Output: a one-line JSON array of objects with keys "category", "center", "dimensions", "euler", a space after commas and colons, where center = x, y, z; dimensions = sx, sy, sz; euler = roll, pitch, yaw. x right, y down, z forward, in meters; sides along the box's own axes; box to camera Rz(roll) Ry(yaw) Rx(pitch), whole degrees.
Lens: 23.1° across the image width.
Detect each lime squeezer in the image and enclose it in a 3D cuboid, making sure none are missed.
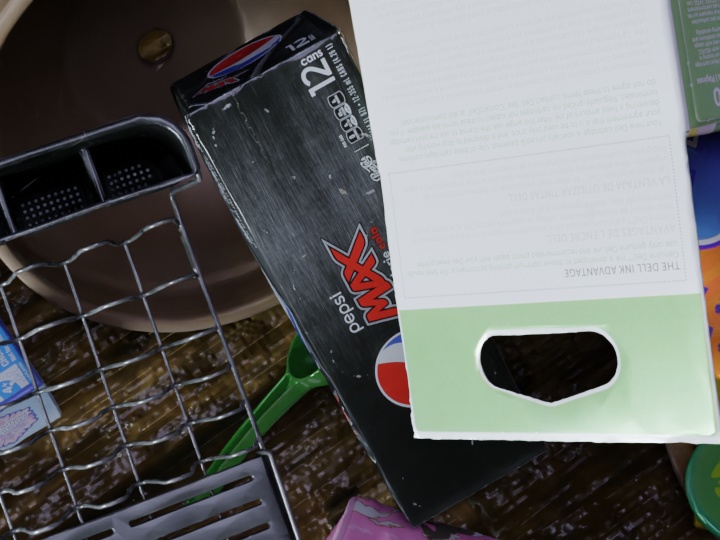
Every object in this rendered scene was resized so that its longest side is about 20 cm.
[{"category": "lime squeezer", "center": [-0.033, 0.009, 0.766], "dimensions": [0.070, 0.038, 0.201], "euler": [5, 108, -9]}]

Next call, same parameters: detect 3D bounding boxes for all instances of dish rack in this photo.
[{"category": "dish rack", "center": [-0.112, 0.055, 0.698], "dimensions": [0.152, 0.055, 0.201], "euler": [-20, 90, -10]}]

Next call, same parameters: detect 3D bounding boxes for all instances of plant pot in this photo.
[{"category": "plant pot", "center": [-0.081, -0.081, 0.770], "dimensions": [0.200, 0.202, 0.093], "euler": [-22, 36, -10]}]

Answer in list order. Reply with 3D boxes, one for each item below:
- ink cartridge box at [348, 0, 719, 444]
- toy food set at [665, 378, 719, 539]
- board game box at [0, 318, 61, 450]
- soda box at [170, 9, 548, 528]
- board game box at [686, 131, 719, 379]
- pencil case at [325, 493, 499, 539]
[{"category": "ink cartridge box", "center": [0.067, -0.043, 0.621], "dimensions": [0.048, 0.145, 0.202], "euler": [-15, 97, -44]}, {"category": "toy food set", "center": [0.233, 0.060, 0.790], "dimensions": [0.198, 0.049, 0.199], "euler": [9, 73, -1]}, {"category": "board game box", "center": [-0.265, 0.036, 0.757], "dimensions": [0.199, 0.041, 0.200], "euler": [-34, 68, -12]}, {"category": "soda box", "center": [0.000, 0.000, 0.715], "dimensions": [0.070, 0.063, 0.201], "euler": [-29, 110, -3]}, {"category": "board game box", "center": [0.187, -0.079, 0.670], "dimensions": [0.199, 0.201, 0.199], "euler": [26, 27, 38]}, {"category": "pencil case", "center": [0.067, 0.163, 0.733], "dimensions": [0.199, 0.087, 0.083], "euler": [21, 106, 4]}]
